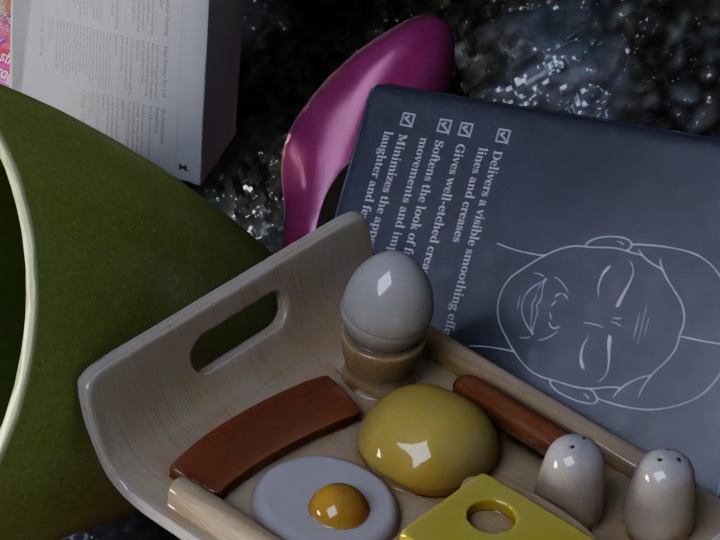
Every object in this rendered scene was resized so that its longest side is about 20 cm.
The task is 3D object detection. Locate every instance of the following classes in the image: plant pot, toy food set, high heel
[{"bbox_3d":[-0.117,0.024,1.028,0.187,0.200,0.188,-5,81,38],"label":"plant pot"},{"bbox_3d":[0.027,0.057,0.915,0.200,0.143,0.061,30,132,30],"label":"toy food set"},{"bbox_3d":[0.000,0.000,1.105,0.096,0.067,0.200,40,100,38],"label":"high heel"}]

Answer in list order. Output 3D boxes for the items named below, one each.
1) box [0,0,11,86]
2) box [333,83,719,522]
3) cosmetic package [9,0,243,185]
[{"bbox_3d":[-0.174,-0.107,1.208,0.200,0.095,0.103,27,88,29],"label":"box"},{"bbox_3d":[0.090,0.028,1.036,0.200,0.107,0.149,12,81,29],"label":"box"},{"bbox_3d":[-0.085,-0.136,1.042,0.082,0.051,0.200,15,124,13],"label":"cosmetic package"}]
